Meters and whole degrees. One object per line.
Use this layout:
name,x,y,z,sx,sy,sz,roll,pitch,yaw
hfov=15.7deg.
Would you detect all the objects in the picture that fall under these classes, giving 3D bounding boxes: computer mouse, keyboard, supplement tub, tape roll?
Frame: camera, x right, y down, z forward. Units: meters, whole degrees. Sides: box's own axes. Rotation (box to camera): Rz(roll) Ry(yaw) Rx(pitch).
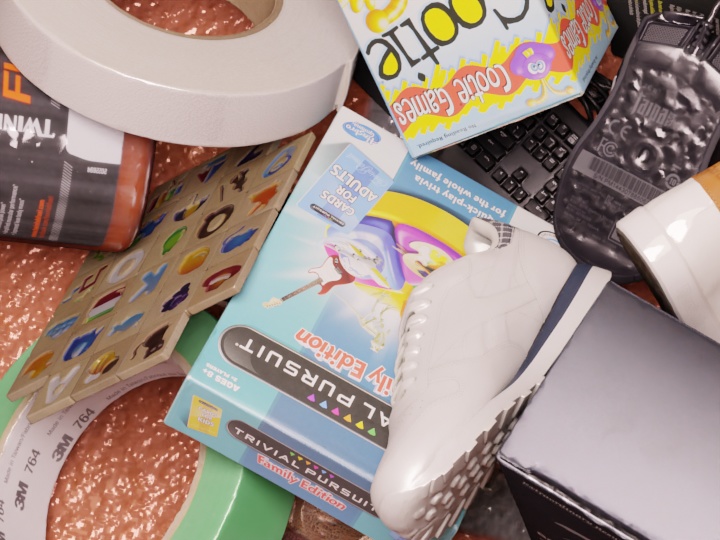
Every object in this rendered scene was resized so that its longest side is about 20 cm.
computer mouse,0.189,-0.077,1.334,0.140,0.046,0.201,23,103,16
keyboard,0.072,-0.105,1.453,0.104,0.040,0.200,-44,72,-6
supplement tub,-0.212,-0.071,1.377,0.199,0.107,0.108,6,72,-15
tape roll,-0.125,0.111,1.365,0.200,0.048,0.201,-19,55,28
tape roll,-0.096,-0.140,1.392,0.202,0.037,0.203,11,37,-8

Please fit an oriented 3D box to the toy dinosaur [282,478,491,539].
toy dinosaur,-0.021,0.127,1.366,0.200,0.086,0.136,39,79,15

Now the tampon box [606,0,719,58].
tampon box,0.247,-0.178,1.402,0.199,0.126,0.151,17,76,13

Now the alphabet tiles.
alphabet tiles,-0.103,-0.002,1.357,0.166,0.006,0.200,-25,26,34

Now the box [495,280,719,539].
box,0.161,0.110,1.285,0.148,0.200,0.105,31,78,16

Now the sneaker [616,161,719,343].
sneaker,0.196,0.012,1.310,0.085,0.200,0.073,-37,58,0

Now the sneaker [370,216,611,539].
sneaker,0.046,0.050,1.252,0.080,0.077,0.200,32,43,7

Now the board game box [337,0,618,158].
board game box,0.040,-0.179,1.345,0.103,0.105,0.201,-19,108,24

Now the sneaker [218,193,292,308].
sneaker,0.000,0.000,1.406,0.199,0.085,0.075,5,73,10

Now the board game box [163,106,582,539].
board game box,0.012,0.030,1.320,0.150,0.047,0.200,29,51,-1
